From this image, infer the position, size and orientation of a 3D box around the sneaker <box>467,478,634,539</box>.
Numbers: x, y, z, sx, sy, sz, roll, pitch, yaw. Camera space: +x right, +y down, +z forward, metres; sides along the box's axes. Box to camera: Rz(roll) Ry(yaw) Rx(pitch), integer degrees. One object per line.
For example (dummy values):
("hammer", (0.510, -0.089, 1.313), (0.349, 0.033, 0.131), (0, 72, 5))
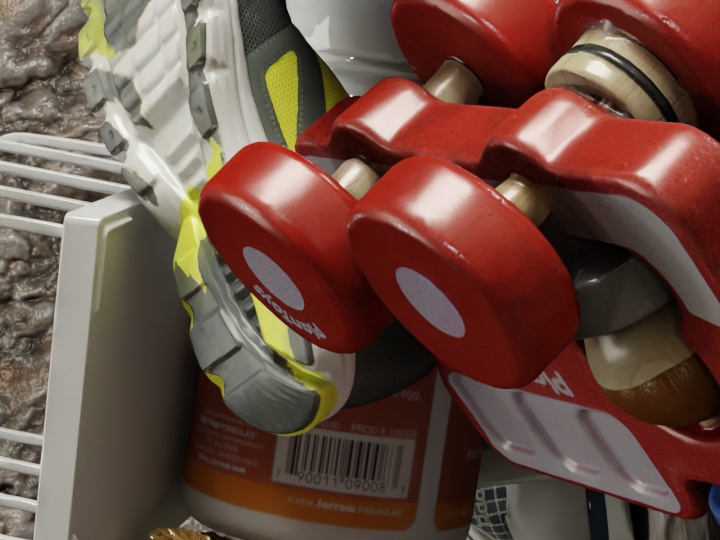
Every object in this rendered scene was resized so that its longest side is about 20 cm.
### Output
("sneaker", (0.083, 0.122, 1.137), (0.200, 0.080, 0.077), (82, 179, -66))

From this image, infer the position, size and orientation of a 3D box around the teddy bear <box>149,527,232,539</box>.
("teddy bear", (0.004, 0.153, 0.866), (0.200, 0.067, 0.145), (35, 170, 25))

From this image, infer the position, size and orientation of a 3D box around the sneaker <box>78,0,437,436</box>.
("sneaker", (-0.031, -0.041, 0.808), (0.074, 0.084, 0.201), (-30, 72, 44))

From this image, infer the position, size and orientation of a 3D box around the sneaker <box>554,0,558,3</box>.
("sneaker", (0.079, -0.019, 0.800), (0.201, 0.080, 0.075), (87, 173, -51))

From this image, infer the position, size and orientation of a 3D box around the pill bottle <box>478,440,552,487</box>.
("pill bottle", (0.055, -0.012, 1.001), (0.113, 0.112, 0.201), (99, 164, -82))

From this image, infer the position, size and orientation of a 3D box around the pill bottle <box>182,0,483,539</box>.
("pill bottle", (0.000, 0.000, 0.902), (0.112, 0.111, 0.201), (-121, 40, -85))

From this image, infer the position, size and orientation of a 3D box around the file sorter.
("file sorter", (-0.126, 0.026, 0.894), (0.200, 0.124, 0.140), (-33, -48, -74))

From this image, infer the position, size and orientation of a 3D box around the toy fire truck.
("toy fire truck", (0.062, 0.006, 0.685), (0.168, 0.112, 0.200), (53, 159, -25))
